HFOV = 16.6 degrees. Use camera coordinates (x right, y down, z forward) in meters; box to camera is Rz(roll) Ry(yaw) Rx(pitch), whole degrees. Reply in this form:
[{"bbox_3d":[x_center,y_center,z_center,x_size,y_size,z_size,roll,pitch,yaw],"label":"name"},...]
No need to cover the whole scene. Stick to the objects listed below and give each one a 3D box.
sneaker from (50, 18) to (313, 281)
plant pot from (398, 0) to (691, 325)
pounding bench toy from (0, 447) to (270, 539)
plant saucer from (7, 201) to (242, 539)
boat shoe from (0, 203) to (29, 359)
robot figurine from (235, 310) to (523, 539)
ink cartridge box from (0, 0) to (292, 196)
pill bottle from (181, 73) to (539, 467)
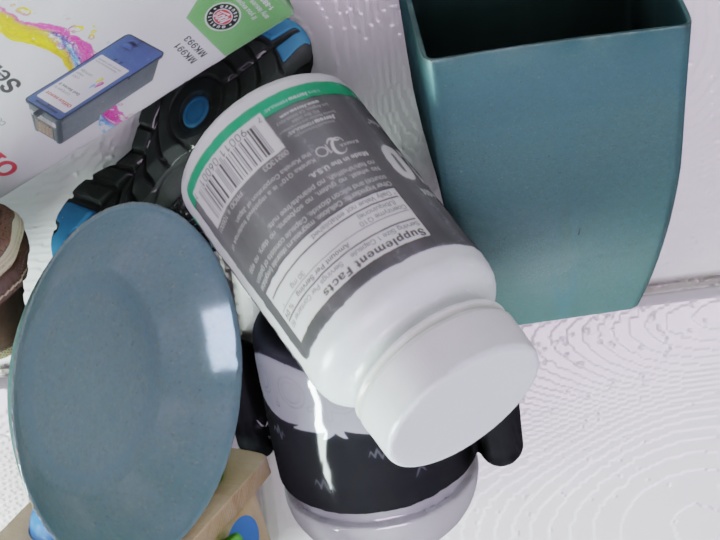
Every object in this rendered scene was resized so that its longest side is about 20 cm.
[{"bbox_3d":[-0.089,-0.063,1.403,0.082,0.073,0.200,26,117,-41],"label":"sneaker"},{"bbox_3d":[0.101,-0.077,1.375,0.141,0.141,0.200,-8,126,-3],"label":"plant pot"},{"bbox_3d":[-0.091,0.188,1.447,0.200,0.124,0.156,6,126,32],"label":"pounding bench toy"},{"bbox_3d":[-0.138,0.062,1.353,0.039,0.201,0.201,4,126,32],"label":"plant saucer"},{"bbox_3d":[-0.205,0.011,1.346,0.075,0.202,0.075,-39,104,-10],"label":"boat shoe"},{"bbox_3d":[0.005,0.073,1.451,0.125,0.150,0.200,-25,122,-25],"label":"robot figurine"},{"bbox_3d":[-0.159,-0.145,1.291,0.200,0.088,0.145,-29,145,12],"label":"ink cartridge box"},{"bbox_3d":[0.000,0.000,1.309,0.113,0.200,0.113,-28,153,-16],"label":"pill bottle"}]
